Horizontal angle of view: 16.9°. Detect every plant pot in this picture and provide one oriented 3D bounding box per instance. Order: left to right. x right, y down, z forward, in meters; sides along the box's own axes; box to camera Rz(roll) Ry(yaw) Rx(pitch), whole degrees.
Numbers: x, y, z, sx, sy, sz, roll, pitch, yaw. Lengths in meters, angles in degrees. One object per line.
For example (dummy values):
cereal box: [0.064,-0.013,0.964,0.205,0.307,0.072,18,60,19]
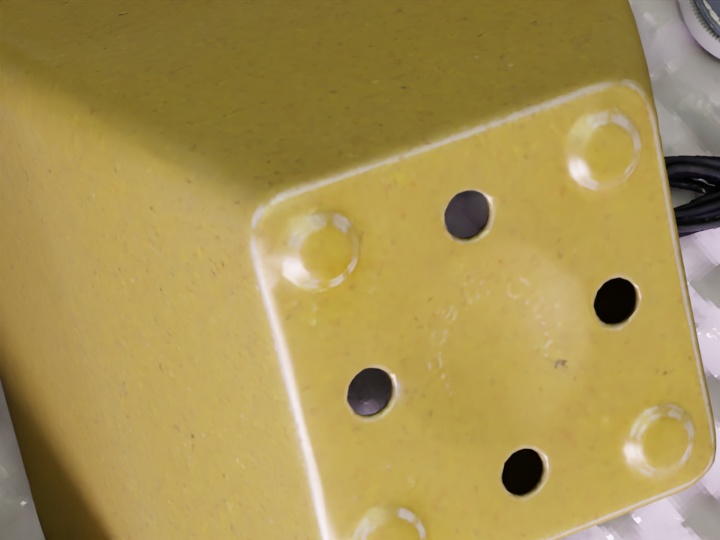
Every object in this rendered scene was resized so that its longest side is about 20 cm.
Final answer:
plant pot: [0.000,0.000,0.705,0.193,0.200,0.197,-19,110,-17]

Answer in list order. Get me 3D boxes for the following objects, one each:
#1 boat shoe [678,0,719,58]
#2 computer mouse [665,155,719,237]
boat shoe: [0.136,-0.178,0.875,0.072,0.062,0.202,-6,78,-8]
computer mouse: [0.145,0.047,0.833,0.139,0.046,0.202,2,77,-9]
